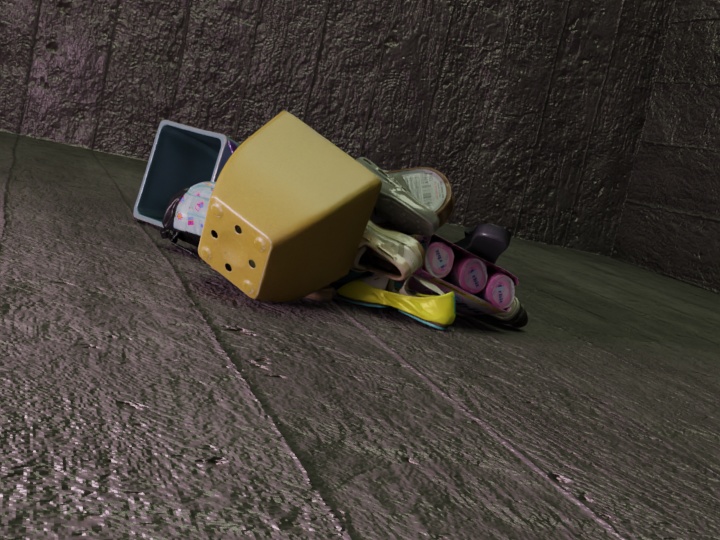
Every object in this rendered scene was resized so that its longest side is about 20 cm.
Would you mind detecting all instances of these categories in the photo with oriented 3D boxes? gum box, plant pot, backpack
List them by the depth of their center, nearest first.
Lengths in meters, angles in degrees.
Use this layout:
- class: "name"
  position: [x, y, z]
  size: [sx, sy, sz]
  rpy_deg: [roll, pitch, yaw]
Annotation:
- class: "plant pot"
  position: [-0.122, -0.073, 1.386]
  size: [0.195, 0.196, 0.199]
  rpy_deg: [37, 43, 17]
- class: "gum box"
  position: [0.151, 0.011, 1.574]
  size: [0.198, 0.067, 0.113]
  rpy_deg: [25, -16, -28]
- class: "backpack"
  position: [-0.216, -0.080, 1.625]
  size: [0.198, 0.129, 0.166]
  rpy_deg: [14, 8, 37]
- class: "plant pot"
  position: [-0.288, -0.158, 1.891]
  size: [0.194, 0.199, 0.199]
  rpy_deg: [18, 1, 36]

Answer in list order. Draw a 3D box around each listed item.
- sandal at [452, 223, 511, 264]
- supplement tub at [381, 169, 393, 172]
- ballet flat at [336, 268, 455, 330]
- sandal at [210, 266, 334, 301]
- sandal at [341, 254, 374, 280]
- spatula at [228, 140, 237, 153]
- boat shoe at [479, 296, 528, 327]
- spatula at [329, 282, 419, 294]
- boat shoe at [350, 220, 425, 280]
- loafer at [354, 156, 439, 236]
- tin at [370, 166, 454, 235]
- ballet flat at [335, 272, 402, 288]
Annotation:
- class: "sandal"
  position: [0.198, -0.045, 1.570]
  size: [0.075, 0.043, 0.200]
  rpy_deg: [19, -15, -10]
- class: "supplement tub"
  position: [0.013, -0.111, 1.707]
  size: [0.198, 0.143, 0.139]
  rpy_deg: [15, 7, 37]
- class: "ballet flat"
  position: [0.058, 0.034, 1.502]
  size: [0.197, 0.068, 0.067]
  rpy_deg: [16, 12, 22]
- class: "sandal"
  position: [-0.132, -0.013, 1.510]
  size: [0.209, 0.071, 0.077]
  rpy_deg: [16, 8, 20]
- class: "sandal"
  position: [-0.035, -0.013, 1.576]
  size: [0.197, 0.043, 0.077]
  rpy_deg: [-6, 38, 18]
- class: "spatula"
  position: [-0.213, -0.133, 1.744]
  size: [0.020, 0.204, 0.057]
  rpy_deg: [-6, 0, 8]
- class: "boat shoe"
  position: [0.209, 0.052, 1.688]
  size: [0.199, 0.067, 0.057]
  rpy_deg: [27, -11, 46]
- class: "spatula"
  position: [0.036, 0.037, 1.611]
  size: [0.197, 0.021, 0.056]
  rpy_deg: [6, -3, -30]
- class: "boat shoe"
  position: [0.003, -0.034, 1.491]
  size: [0.198, 0.073, 0.065]
  rpy_deg: [20, 48, 32]
- class: "loafer"
  position: [0.050, -0.122, 1.515]
  size: [0.199, 0.070, 0.070]
  rpy_deg: [35, -26, 27]
- class: "tin"
  position: [0.054, -0.111, 1.572]
  size: [0.197, 0.113, 0.042]
  rpy_deg: [-9, -36, 5]
- class: "ballet flat"
  position: [0.000, 0.000, 1.678]
  size: [0.198, 0.069, 0.062]
  rpy_deg: [8, -4, -37]
